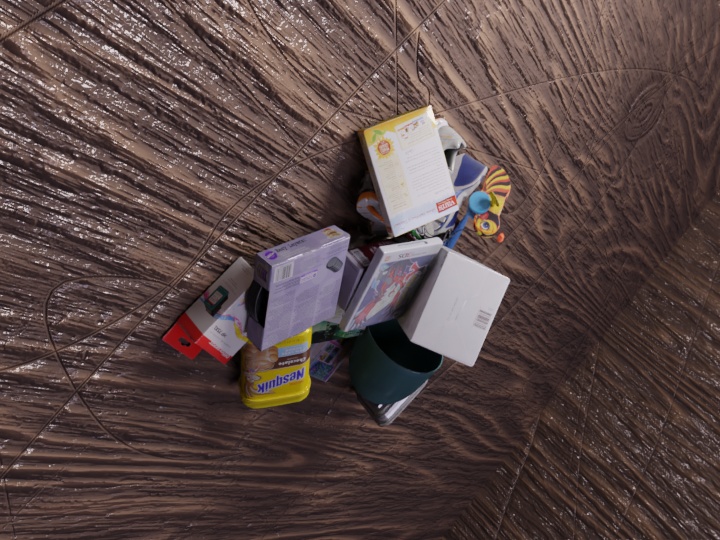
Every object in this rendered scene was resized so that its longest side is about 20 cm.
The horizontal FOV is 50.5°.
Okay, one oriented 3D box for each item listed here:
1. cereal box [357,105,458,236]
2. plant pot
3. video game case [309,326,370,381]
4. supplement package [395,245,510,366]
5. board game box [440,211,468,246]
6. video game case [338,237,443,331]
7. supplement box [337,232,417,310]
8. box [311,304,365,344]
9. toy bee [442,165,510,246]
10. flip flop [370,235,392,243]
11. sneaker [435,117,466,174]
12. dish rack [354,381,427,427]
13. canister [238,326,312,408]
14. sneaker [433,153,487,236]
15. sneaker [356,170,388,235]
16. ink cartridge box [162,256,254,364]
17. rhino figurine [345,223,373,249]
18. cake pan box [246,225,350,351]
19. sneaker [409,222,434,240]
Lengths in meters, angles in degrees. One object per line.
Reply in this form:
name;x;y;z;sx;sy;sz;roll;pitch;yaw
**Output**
cereal box;0.089;-0.181;1.394;0.142;0.039;0.204;-22;106;-16
plant pot;0.064;0.205;1.732;0.198;0.201;0.162;-9;142;-46
video game case;-0.062;0.152;1.712;0.201;0.024;0.182;-51;150;2
supplement package;0.185;0.063;1.583;0.200;0.145;0.194;-123;-123;-79
board game box;0.186;-0.061;1.766;0.201;0.039;0.159;-51;167;-37
video game case;0.061;0.027;1.497;0.180;0.023;0.202;-11;138;-46
supplement box;0.038;0.000;1.519;0.198;0.061;0.110;-16;140;-41
box;-0.065;0.089;1.574;0.196;0.037;0.146;-7;136;-29
toy bee;0.274;-0.115;1.635;0.202;0.108;0.131;-59;169;12
flip flop;0.000;0.000;1.589;0.199;0.057;0.082;-36;147;-20
sneaker;0.134;-0.195;1.514;0.075;0.092;0.202;1;124;-52
dish rack;0.066;0.276;1.875;0.172;0.200;0.044;-47;115;-4
canister;-0.168;0.171;1.504;0.145;0.087;0.203;-7;135;-15
sneaker;0.190;-0.152;1.661;0.200;0.080;0.115;-51;164;-10
sneaker;0.048;-0.126;1.497;0.077;0.079;0.200;-6;157;16
ink cartridge box;-0.244;0.088;1.366;0.200;0.067;0.116;-46;149;-5
rhino figurine;-0.042;-0.036;1.496;0.198;0.060;0.089;-25;141;-37
cake pan box;-0.114;0.031;1.363;0.198;0.052;0.187;-25;136;-41
sneaker;0.115;-0.150;1.467;0.078;0.083;0.204;-65;146;-58
